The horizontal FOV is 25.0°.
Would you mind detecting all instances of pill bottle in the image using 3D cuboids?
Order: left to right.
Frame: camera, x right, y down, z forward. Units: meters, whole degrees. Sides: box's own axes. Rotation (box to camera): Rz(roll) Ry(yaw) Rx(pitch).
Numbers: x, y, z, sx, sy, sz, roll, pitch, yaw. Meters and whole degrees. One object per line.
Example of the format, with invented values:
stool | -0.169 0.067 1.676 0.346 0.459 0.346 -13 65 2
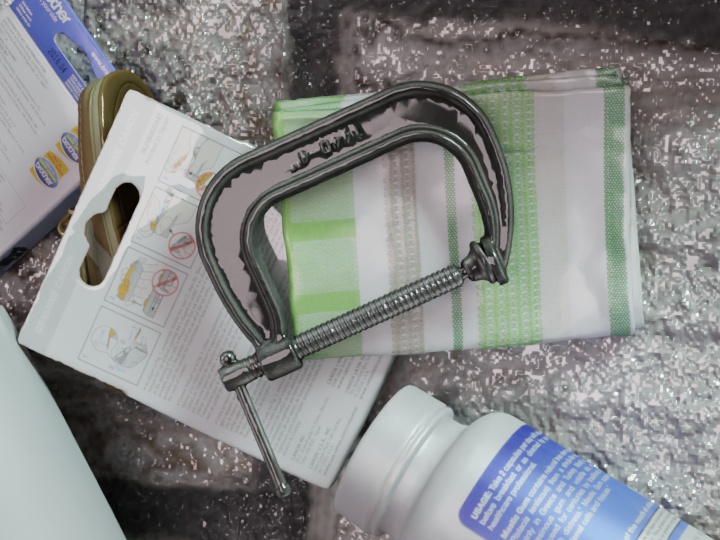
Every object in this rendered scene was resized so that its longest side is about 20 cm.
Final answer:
pill bottle | 0.089 0.148 0.878 0.199 0.112 0.113 32 100 16

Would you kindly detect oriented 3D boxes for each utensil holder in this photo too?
utensil holder | -0.231 0.144 0.928 0.169 0.170 0.202 -24 98 16

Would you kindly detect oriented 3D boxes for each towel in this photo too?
towel | 0.055 -0.028 0.889 0.198 0.031 0.151 -5 98 -2

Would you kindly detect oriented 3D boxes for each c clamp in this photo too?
c clamp | 0.000 0.000 0.874 0.199 0.027 0.172 -30 94 6

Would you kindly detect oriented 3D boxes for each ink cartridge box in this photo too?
ink cartridge box | -0.228 -0.076 1.017 0.200 0.042 0.120 -40 80 17
ink cartridge box | -0.070 0.009 0.928 0.198 0.057 0.164 26 98 -1

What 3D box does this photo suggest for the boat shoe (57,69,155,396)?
boat shoe | -0.145 -0.016 0.960 0.066 0.074 0.202 -1 103 30
